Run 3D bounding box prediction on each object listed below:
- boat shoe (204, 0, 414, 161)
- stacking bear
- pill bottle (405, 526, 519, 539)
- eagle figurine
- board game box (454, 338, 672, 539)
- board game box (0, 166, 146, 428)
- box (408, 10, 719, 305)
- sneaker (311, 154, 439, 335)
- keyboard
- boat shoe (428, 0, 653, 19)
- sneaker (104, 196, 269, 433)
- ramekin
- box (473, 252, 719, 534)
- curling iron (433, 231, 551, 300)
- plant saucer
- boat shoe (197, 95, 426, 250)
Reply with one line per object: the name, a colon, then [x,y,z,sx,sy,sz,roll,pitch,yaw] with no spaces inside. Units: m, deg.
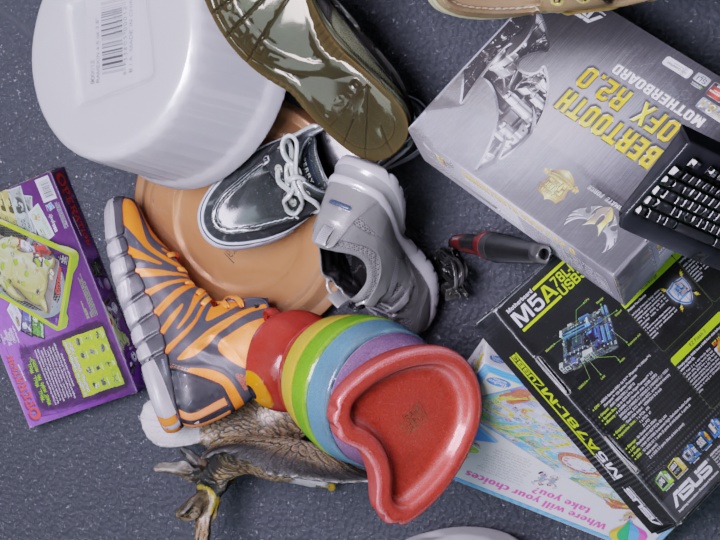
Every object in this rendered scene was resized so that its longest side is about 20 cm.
boat shoe: [-0.037,-0.164,1.266,0.072,0.066,0.201,-42,93,21]
stacking bear: [-0.014,0.082,1.275,0.200,0.114,0.122,21,144,54]
pill bottle: [0.083,0.315,1.393,0.113,0.113,0.201,1,105,22]
eagle figurine: [-0.061,0.135,1.398,0.200,0.151,0.152,-35,67,37]
board game box: [0.155,0.129,1.293,0.199,0.034,0.135,22,135,-9]
board game box: [-0.268,0.025,1.505,0.120,0.032,0.201,-18,96,21]
box: [0.156,-0.094,1.214,0.158,0.048,0.200,-46,58,-8]
sneaker: [0.000,0.000,1.316,0.074,0.082,0.200,21,155,30]
keyboard: [0.259,-0.054,1.151,0.127,0.200,0.021,-55,49,17]
boat shoe: [0.139,-0.196,1.092,0.199,0.066,0.074,-14,109,-7]
sneaker: [-0.131,0.024,1.396,0.112,0.078,0.201,-18,75,-5]
ramekin: [-0.157,-0.166,1.332,0.200,0.098,0.202,-3,84,37]
box: [0.212,0.047,1.234,0.193,0.200,0.048,47,155,4]
curling iron: [0.097,-0.007,1.280,0.025,0.200,0.050,-5,88,-19]
plant saucer: [-0.093,-0.042,1.415,0.199,0.032,0.201,6,106,21]
boat shoe: [-0.037,-0.073,1.333,0.198,0.068,0.074,-22,90,8]
